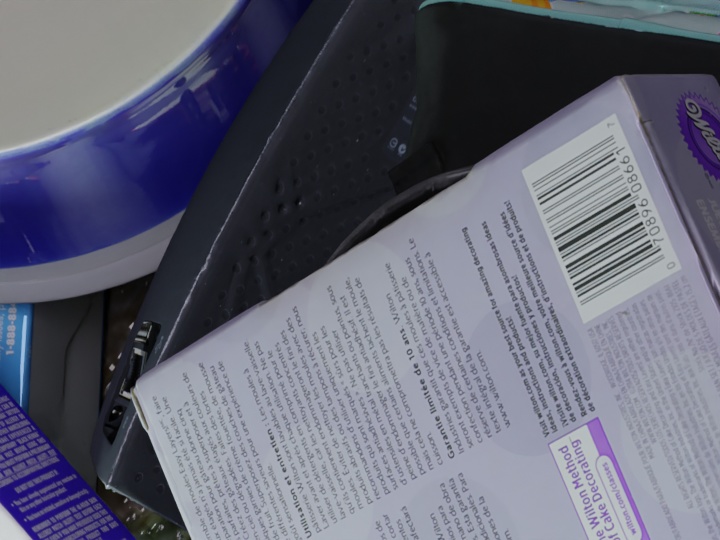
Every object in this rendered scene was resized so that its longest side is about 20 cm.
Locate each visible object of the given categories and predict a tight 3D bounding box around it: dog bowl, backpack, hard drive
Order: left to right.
[{"bbox_3d":[-0.108,-0.093,0.995,0.199,0.079,0.201,-8,54,12],"label":"dog bowl"},{"bbox_3d":[0.000,0.000,0.951,0.042,0.135,0.200,19,79,52],"label":"hard drive"},{"bbox_3d":[0.124,-0.032,0.872,0.175,0.200,0.154,7,80,37],"label":"backpack"}]

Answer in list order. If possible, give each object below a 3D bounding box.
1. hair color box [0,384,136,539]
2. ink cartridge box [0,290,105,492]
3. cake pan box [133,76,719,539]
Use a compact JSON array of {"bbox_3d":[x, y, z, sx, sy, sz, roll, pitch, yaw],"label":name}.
[{"bbox_3d":[-0.117,0.124,0.939,0.109,0.065,0.200,-45,81,19],"label":"hair color box"},{"bbox_3d":[-0.194,0.052,1.038,0.199,0.068,0.116,0,80,18],"label":"ink cartridge box"},{"bbox_3d":[0.046,0.072,0.756,0.184,0.052,0.200,-33,74,33],"label":"cake pan box"}]
